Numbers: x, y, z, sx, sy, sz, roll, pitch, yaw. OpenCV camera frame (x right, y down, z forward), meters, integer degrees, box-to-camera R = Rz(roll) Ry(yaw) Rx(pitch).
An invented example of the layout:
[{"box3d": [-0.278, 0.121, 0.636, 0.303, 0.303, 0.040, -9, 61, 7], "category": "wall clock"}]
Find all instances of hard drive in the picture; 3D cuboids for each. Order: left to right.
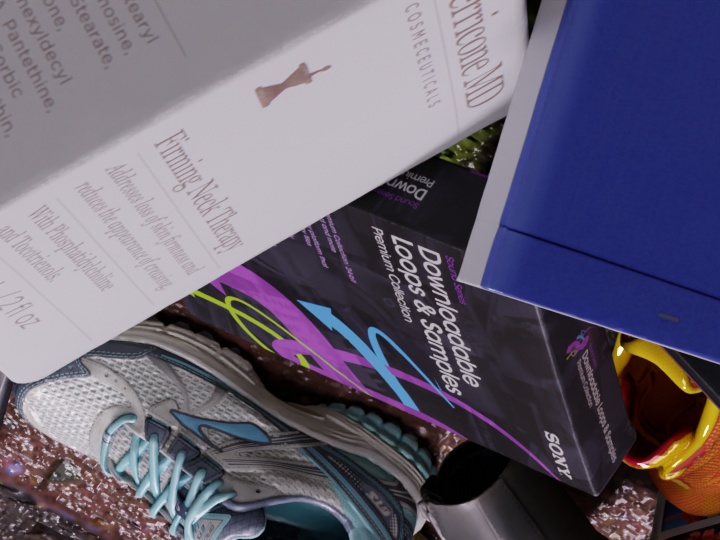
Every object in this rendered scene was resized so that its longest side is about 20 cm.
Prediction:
[{"box3d": [0.116, -0.075, 0.668, 0.131, 0.201, 0.025, 17, 180, -30], "category": "hard drive"}]

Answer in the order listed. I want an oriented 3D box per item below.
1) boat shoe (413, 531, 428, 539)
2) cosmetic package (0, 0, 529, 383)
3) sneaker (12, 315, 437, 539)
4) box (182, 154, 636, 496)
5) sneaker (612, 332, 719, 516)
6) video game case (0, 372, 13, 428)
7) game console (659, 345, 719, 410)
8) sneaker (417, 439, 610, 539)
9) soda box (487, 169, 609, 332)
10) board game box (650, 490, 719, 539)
[{"box3d": [-0.049, 0.180, 1.060, 0.073, 0.063, 0.200, 40, 130, -21], "category": "boat shoe"}, {"box3d": [-0.072, -0.096, 0.657, 0.199, 0.167, 0.167, -29, 166, -1], "category": "cosmetic package"}, {"box3d": [-0.065, 0.087, 0.966, 0.199, 0.087, 0.078, 18, 133, -1], "category": "sneaker"}, {"box3d": [0.000, 0.000, 0.790, 0.199, 0.036, 0.143, 21, 153, 30], "category": "box"}, {"box3d": [0.123, 0.053, 0.861, 0.073, 0.077, 0.200, 35, 162, 25], "category": "sneaker"}, {"box3d": [-0.242, 0.011, 0.993, 0.180, 0.026, 0.201, 21, 134, -3], "category": "video game case"}, {"box3d": [0.177, -0.038, 0.717, 0.200, 0.031, 0.177, -43, 88, 5], "category": "game console"}, {"box3d": [0.067, 0.111, 0.919, 0.075, 0.200, 0.107, -33, 97, -6], "category": "sneaker"}, {"box3d": [0.084, -0.029, 0.828, 0.063, 0.071, 0.201, 21, 133, -4], "category": "soda box"}, {"box3d": [0.216, 0.136, 0.900, 0.199, 0.127, 0.035, -9, 128, 23], "category": "board game box"}]
